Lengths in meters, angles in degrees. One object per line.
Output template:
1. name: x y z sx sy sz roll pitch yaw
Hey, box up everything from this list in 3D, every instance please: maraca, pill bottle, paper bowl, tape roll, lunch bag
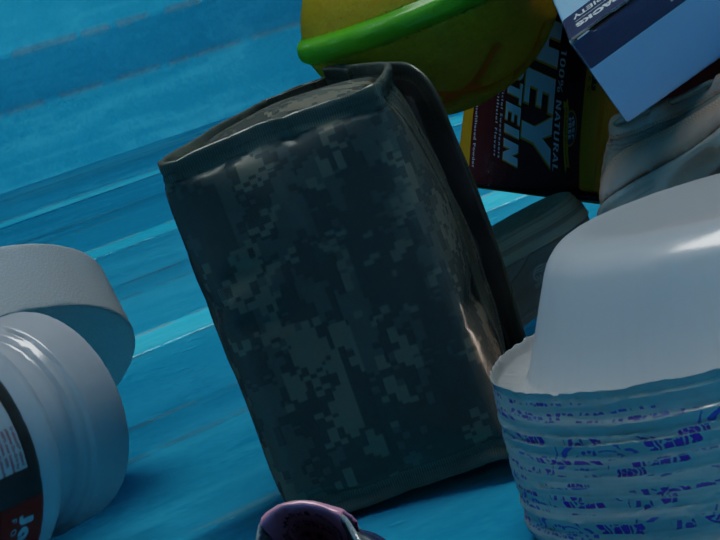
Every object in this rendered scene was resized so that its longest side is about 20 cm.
1. maraca: 0.035 -0.131 1.260 0.136 0.108 0.200 -18 8 6
2. pill bottle: -0.193 0.088 1.057 0.115 0.117 0.199 -8 10 41
3. paper bowl: 0.143 0.022 0.933 0.199 0.105 0.201 -16 8 2
4. tape roll: -0.201 0.060 1.219 0.202 0.037 0.203 -26 -20 -10
5. lunch bag: 0.000 0.000 1.131 0.117 0.165 0.200 -20 8 6

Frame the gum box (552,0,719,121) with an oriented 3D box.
1. gum box: 0.155 -0.151 1.078 0.169 0.045 0.200 -35 16 9

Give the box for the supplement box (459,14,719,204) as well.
1. supplement box: 0.177 -0.096 1.350 0.196 0.134 0.200 7 1 -18

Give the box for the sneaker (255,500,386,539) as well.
1. sneaker: 0.003 0.096 0.746 0.070 0.083 0.200 -14 8 12

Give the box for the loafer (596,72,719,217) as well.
1. loafer: 0.157 -0.067 1.002 0.072 0.063 0.200 10 -27 -34

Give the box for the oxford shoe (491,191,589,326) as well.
1. oxford shoe: 0.033 0.030 1.285 0.199 0.058 0.075 -28 9 22
